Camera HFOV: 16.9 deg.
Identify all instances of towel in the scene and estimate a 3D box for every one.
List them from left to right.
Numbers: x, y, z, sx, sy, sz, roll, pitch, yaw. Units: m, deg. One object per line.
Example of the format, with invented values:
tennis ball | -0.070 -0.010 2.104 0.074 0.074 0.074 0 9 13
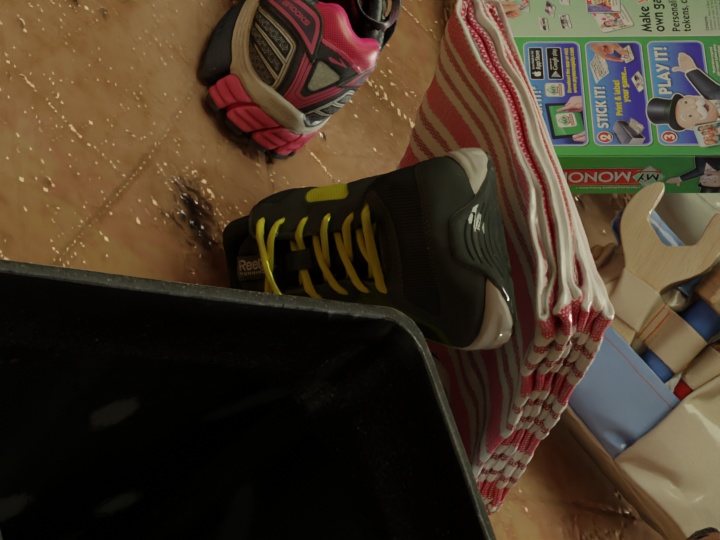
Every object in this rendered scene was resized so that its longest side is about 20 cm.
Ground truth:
towel | 0.043 0.000 0.977 0.030 0.200 0.146 -10 64 -17

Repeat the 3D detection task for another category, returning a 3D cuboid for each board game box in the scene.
board game box | 0.118 -0.121 1.218 0.134 0.029 0.200 -1 50 1

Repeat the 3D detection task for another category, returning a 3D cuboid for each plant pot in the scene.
plant pot | -0.076 0.133 0.698 0.199 0.177 0.200 7 55 -48

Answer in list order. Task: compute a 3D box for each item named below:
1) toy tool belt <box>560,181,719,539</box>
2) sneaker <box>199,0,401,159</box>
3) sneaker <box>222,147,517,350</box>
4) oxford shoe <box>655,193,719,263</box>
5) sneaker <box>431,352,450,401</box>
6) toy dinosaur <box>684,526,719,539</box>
toy tool belt | 0.135 0.023 1.092 0.200 0.123 0.125 50 -5 -11
sneaker | -0.010 -0.133 1.103 0.081 0.075 0.200 37 37 -25
sneaker | 0.000 0.000 0.926 0.085 0.200 0.075 -8 88 -15
oxford shoe | 0.181 -0.017 1.263 0.200 0.058 0.075 62 2 -14
sneaker | -0.013 0.090 0.910 0.200 0.075 0.116 -2 65 -53
toy dinosaur | 0.106 0.203 0.901 0.086 0.136 0.200 10 55 -47
